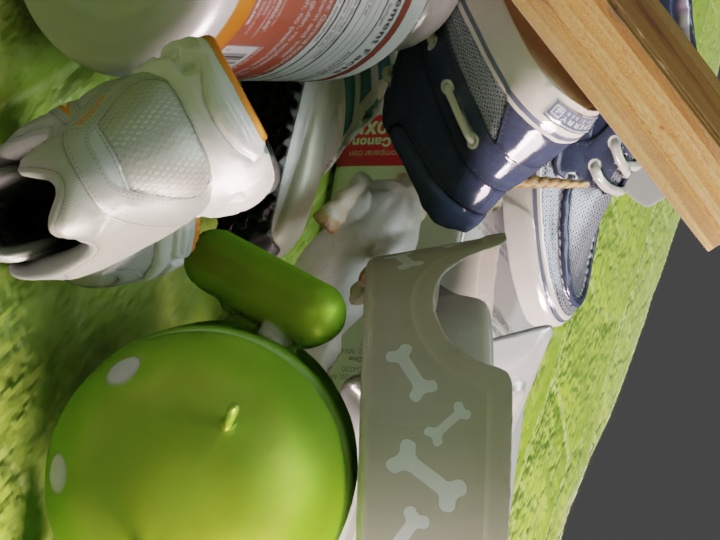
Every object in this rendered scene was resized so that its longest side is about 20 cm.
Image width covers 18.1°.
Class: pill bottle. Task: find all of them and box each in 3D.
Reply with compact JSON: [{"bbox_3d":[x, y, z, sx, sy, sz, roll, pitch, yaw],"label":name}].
[{"bbox_3d":[-0.040,-0.133,0.923,0.200,0.112,0.112,-7,100,-58],"label":"pill bottle"}]

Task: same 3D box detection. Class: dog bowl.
[{"bbox_3d":[0.028,0.083,0.925,0.200,0.059,0.200,2,90,-90],"label":"dog bowl"}]

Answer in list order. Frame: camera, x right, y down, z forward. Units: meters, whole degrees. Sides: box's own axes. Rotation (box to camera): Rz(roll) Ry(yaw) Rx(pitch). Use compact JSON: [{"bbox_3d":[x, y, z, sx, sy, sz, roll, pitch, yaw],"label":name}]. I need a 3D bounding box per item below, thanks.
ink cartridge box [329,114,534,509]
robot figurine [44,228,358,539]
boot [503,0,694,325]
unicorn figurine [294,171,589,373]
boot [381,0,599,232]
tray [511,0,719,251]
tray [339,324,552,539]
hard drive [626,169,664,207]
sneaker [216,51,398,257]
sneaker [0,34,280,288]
[{"bbox_3d":[0.037,0.022,1.224,0.145,0.083,0.200,46,50,-61],"label":"ink cartridge box"},{"bbox_3d":[-0.060,0.079,0.895,0.176,0.116,0.200,-62,179,2],"label":"robot figurine"},{"bbox_3d":[0.129,-0.071,1.194,0.073,0.090,0.200,8,82,-68],"label":"boot"},{"bbox_3d":[0.000,0.000,1.059,0.074,0.200,0.137,52,15,-2],"label":"unicorn figurine"},{"bbox_3d":[0.037,-0.116,1.040,0.073,0.090,0.200,23,35,-39],"label":"boot"},{"bbox_3d":[0.107,-0.111,0.991,0.200,0.037,0.099,50,20,-13],"label":"tray"},{"bbox_3d":[0.029,0.098,1.099,0.200,0.107,0.022,106,-34,-54],"label":"tray"},{"bbox_3d":[0.147,-0.148,1.430,0.132,0.027,0.200,41,34,-28],"label":"hard drive"},{"bbox_3d":[-0.006,-0.087,1.069,0.093,0.070,0.200,24,62,-28],"label":"sneaker"},{"bbox_3d":[-0.104,-0.028,0.812,0.076,0.092,0.200,65,-22,3],"label":"sneaker"}]
